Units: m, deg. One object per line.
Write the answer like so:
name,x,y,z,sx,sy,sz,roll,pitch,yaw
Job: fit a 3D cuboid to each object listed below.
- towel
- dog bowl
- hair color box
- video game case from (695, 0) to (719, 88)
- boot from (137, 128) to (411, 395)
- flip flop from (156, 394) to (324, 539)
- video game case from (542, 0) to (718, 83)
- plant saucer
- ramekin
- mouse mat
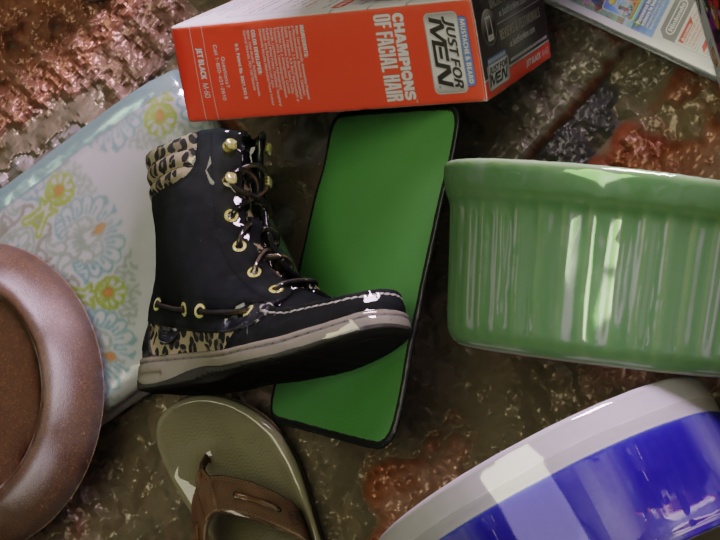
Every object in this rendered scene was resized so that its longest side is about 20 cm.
towel,-0.153,-0.009,1.198,0.199,0.048,0.172,-34,72,13
dog bowl,0.112,0.138,0.976,0.199,0.200,0.079,-32,72,14
hair color box,0.001,-0.136,1.107,0.198,0.111,0.065,-2,108,28
video game case,0.197,-0.206,0.981,0.035,0.200,0.183,-14,79,1
boot,-0.059,-0.013,1.077,0.203,0.073,0.155,-14,73,42
flip flop,-0.066,0.163,1.121,0.081,0.057,0.201,-30,72,17
video game case,0.188,-0.202,1.097,0.199,0.018,0.144,28,91,18
plant saucer,-0.256,0.080,1.187,0.198,0.032,0.202,-3,82,24
ramekin,0.139,0.000,0.998,0.198,0.200,0.099,6,90,23
mouse mat,0.000,0.000,1.100,0.161,0.007,0.202,6,81,61
